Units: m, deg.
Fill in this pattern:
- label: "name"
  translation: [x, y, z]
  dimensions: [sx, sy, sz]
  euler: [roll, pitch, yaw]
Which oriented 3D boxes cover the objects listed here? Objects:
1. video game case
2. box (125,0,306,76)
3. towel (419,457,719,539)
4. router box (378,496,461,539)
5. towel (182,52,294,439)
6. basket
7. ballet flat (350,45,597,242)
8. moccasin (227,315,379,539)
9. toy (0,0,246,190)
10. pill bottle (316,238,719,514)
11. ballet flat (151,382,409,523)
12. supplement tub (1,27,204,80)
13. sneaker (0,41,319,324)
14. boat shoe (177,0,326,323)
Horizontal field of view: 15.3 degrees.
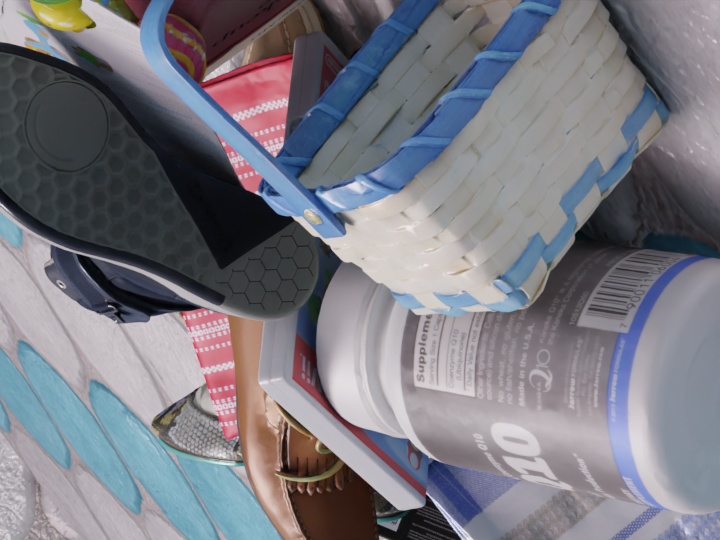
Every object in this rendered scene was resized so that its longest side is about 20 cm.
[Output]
- label: "video game case"
  translation: [0.000, 0.000, 1.341]
  dimensions: [0.017, 0.201, 0.143]
  euler: [-12, 145, 27]
- label: "box"
  translation: [-0.068, -0.177, 1.276]
  dimensions: [0.109, 0.128, 0.200]
  euler: [52, 164, 2]
- label: "towel"
  translation: [0.137, 0.135, 1.330]
  dimensions: [0.200, 0.147, 0.024]
  euler: [52, -169, 10]
- label: "router box"
  translation: [0.106, 0.158, 1.481]
  dimensions: [0.157, 0.052, 0.200]
  euler: [23, 175, -22]
- label: "towel"
  translation: [-0.049, -0.011, 1.430]
  dimensions: [0.144, 0.022, 0.201]
  euler: [-11, 103, 34]
- label: "basket"
  translation: [0.018, -0.086, 1.142]
  dimensions: [0.200, 0.176, 0.139]
  euler: [52, 155, -22]
- label: "ballet flat"
  translation: [0.051, -0.027, 1.332]
  dimensions: [0.200, 0.068, 0.069]
  euler: [48, 123, 21]
- label: "moccasin"
  translation: [-0.019, 0.063, 1.389]
  dimensions: [0.078, 0.073, 0.202]
  euler: [5, 105, 45]
- label: "toy"
  translation: [-0.106, -0.100, 1.210]
  dimensions: [0.115, 0.047, 0.200]
  euler: [28, 170, 19]
- label: "pill bottle"
  translation: [0.083, 0.040, 1.224]
  dimensions: [0.199, 0.114, 0.114]
  euler: [9, 136, 40]
- label: "ballet flat"
  translation: [-0.043, 0.084, 1.518]
  dimensions: [0.200, 0.072, 0.072]
  euler: [16, 142, 43]
- label: "supplement tub"
  translation: [-0.132, -0.159, 1.471]
  dimensions: [0.132, 0.132, 0.200]
  euler: [52, 167, 4]
- label: "sneaker"
  translation: [-0.135, -0.037, 1.243]
  dimensions: [0.202, 0.077, 0.146]
  euler: [34, 166, -28]
- label: "boat shoe"
  translation: [-0.062, -0.054, 1.475]
  dimensions: [0.074, 0.069, 0.201]
  euler: [-137, 50, -57]
